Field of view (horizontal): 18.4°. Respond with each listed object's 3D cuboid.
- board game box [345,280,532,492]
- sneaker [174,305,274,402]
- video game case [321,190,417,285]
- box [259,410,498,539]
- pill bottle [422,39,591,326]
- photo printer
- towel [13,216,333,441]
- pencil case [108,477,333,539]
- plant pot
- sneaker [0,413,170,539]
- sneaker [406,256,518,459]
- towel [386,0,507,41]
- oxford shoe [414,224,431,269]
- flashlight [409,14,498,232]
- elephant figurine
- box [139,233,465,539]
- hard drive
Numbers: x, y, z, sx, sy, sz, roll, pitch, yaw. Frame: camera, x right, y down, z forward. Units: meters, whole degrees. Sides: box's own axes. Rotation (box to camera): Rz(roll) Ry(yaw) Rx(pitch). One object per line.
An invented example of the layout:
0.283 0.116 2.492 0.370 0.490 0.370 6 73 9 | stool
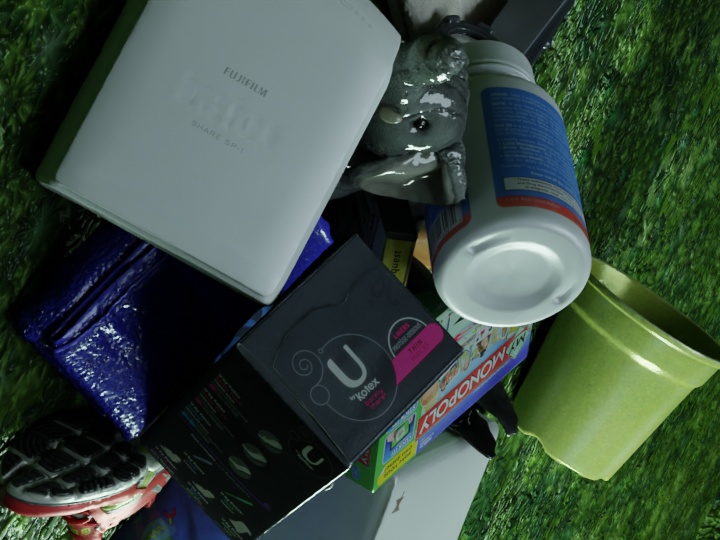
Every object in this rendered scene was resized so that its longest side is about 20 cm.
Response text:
0.064 0.057 1.628 0.200 0.029 0.135 -38 146 -40 | board game box
-0.093 0.025 1.574 0.078 0.066 0.201 -43 154 -34 | sneaker
0.000 0.000 1.665 0.200 0.025 0.182 -103 -158 -58 | video game case
-0.027 0.187 1.762 0.199 0.171 0.201 -16 128 -62 | box
0.097 -0.068 1.581 0.113 0.111 0.201 91 -4 -47 | pill bottle
-0.079 -0.103 1.345 0.201 0.166 0.069 -62 -168 -5 | photo printer
-0.112 0.007 1.429 0.200 0.050 0.148 -44 137 -5 | towel
-0.093 0.167 1.612 0.200 0.087 0.078 -43 153 19 | pencil case
0.259 0.113 2.354 0.185 0.200 0.200 -56 160 12 | plant pot
-0.181 0.149 1.505 0.200 0.077 0.085 -9 127 -64 | sneaker
0.050 0.059 1.753 0.060 0.200 0.104 -49 176 25 | sneaker
0.069 -0.223 1.721 0.133 0.034 0.200 -57 157 -20 | towel
0.076 -0.027 1.905 0.072 0.071 0.200 -67 160 3 | oxford shoe
0.049 -0.102 1.727 0.201 0.067 0.068 -61 180 36 | flashlight
0.021 -0.102 1.485 0.155 0.199 0.142 -42 122 -52 | elephant figurine
-0.041 0.082 1.430 0.122 0.106 0.200 -43 180 -31 | box
0.127 -0.184 1.820 0.200 0.042 0.135 -52 175 -47 | hard drive
